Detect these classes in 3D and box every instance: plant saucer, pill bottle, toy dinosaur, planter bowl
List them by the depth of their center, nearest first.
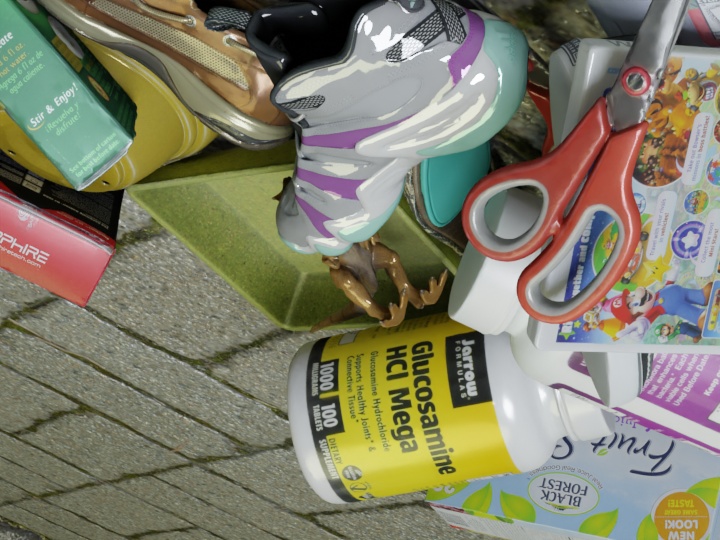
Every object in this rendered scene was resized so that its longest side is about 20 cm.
[{"bbox_3d":[0.156,0.026,0.781,0.199,0.113,0.112,23,156,-6],"label":"pill bottle"},{"bbox_3d":[-0.179,-0.108,0.865,0.199,0.084,0.201,17,155,8],"label":"planter bowl"},{"bbox_3d":[0.000,0.000,0.887,0.106,0.060,0.200,35,161,29],"label":"toy dinosaur"},{"bbox_3d":[0.061,0.083,0.895,0.199,0.113,0.113,-13,145,17],"label":"pill bottle"},{"bbox_3d":[-0.026,-0.029,0.941,0.199,0.048,0.200,-4,146,36],"label":"plant saucer"}]

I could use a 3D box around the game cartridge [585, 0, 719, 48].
[{"bbox_3d":[0.173,-0.144,0.567,0.199,0.041,0.133,0,145,38],"label":"game cartridge"}]

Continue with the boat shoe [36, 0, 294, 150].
[{"bbox_3d":[-0.104,-0.152,0.743,0.199,0.076,0.074,35,121,-12],"label":"boat shoe"}]

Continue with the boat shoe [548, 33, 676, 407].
[{"bbox_3d":[0.131,-0.020,0.661,0.056,0.069,0.201,-13,122,-3],"label":"boat shoe"}]

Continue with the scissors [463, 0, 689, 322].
[{"bbox_3d":[0.114,-0.064,0.557,0.073,0.014,0.200,41,118,9],"label":"scissors"}]

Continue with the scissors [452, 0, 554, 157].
[{"bbox_3d":[0.098,-0.103,0.699,0.073,0.014,0.200,2,145,39],"label":"scissors"}]

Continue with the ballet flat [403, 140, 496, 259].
[{"bbox_3d":[0.054,-0.049,0.838,0.075,0.068,0.200,31,168,38],"label":"ballet flat"}]

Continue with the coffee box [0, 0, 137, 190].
[{"bbox_3d":[-0.199,-0.140,0.724,0.200,0.044,0.123,50,-176,-17],"label":"coffee box"}]

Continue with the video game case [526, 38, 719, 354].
[{"bbox_3d":[0.183,-0.028,0.625,0.198,0.144,0.018,2,-156,-13],"label":"video game case"}]

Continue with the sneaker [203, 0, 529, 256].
[{"bbox_3d":[-0.025,-0.089,0.693,0.139,0.078,0.200,24,139,-25],"label":"sneaker"}]

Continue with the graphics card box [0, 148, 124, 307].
[{"bbox_3d":[-0.228,-0.053,0.931,0.125,0.051,0.200,26,-166,-16],"label":"graphics card box"}]

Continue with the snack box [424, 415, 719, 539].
[{"bbox_3d":[0.164,0.110,0.944,0.199,0.170,0.068,7,157,29],"label":"snack box"}]
